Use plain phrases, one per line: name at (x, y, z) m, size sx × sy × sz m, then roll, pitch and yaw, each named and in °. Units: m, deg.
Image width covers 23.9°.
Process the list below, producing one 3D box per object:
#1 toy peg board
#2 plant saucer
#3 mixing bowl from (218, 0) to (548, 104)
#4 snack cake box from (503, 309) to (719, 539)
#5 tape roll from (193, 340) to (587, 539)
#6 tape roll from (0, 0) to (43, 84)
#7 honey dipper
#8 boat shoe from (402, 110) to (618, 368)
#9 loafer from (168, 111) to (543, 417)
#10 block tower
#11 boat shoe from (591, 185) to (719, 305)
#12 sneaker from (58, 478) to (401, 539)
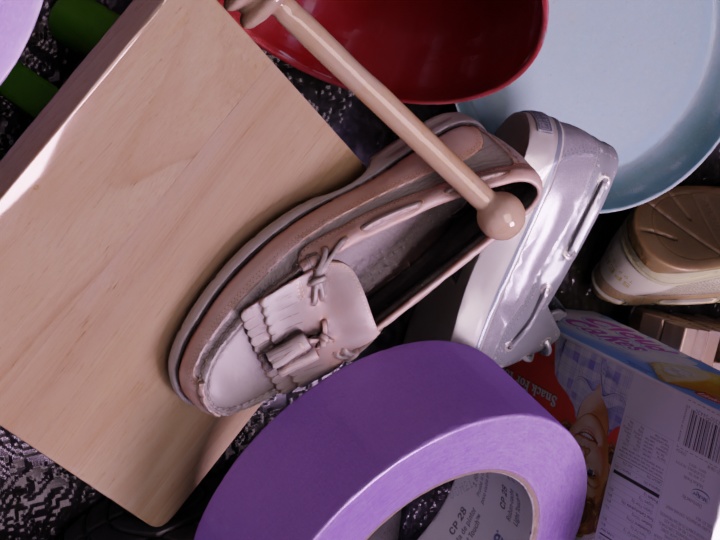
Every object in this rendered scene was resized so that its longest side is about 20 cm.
toy peg board at (-0.113, -0.018, 0.801) m, size 0.200 × 0.098 × 0.199 m, roll -51°, pitch 137°, yaw -6°
plant saucer at (0.128, -0.131, 0.915) m, size 0.199 × 0.027 × 0.201 m, roll -6°, pitch 104°, yaw -24°
mixing bowl at (0.009, -0.180, 0.764) m, size 0.200 × 0.200 × 0.109 m, roll 43°, pitch 60°, yaw -31°
snack cake box at (0.145, 0.101, 0.900) m, size 0.067 × 0.200 × 0.115 m, roll 4°, pitch 103°, yaw -31°
tape roll at (0.016, 0.134, 0.843) m, size 0.200 × 0.066 × 0.201 m, roll -25°, pitch 136°, yaw -26°
tape roll at (-0.232, -0.142, 0.689) m, size 0.199 × 0.085 × 0.201 m, roll -8°, pitch 108°, yaw -26°
honey dipper at (0.000, -0.082, 0.758) m, size 0.200 × 0.038 × 0.038 m, roll 44°, pitch 82°, yaw -15°
boat shoe at (0.077, 0.016, 0.891) m, size 0.071 × 0.070 × 0.201 m, roll 15°, pitch 113°, yaw -17°
loafer at (0.000, 0.000, 0.797) m, size 0.200 × 0.063 × 0.072 m, roll -41°, pitch 136°, yaw -17°
block tower at (0.237, 0.061, 1.014) m, size 0.200 × 0.054 × 0.058 m, roll 9°, pitch 98°, yaw -37°
boat shoe at (0.228, -0.011, 0.998) m, size 0.200 × 0.073 × 0.063 m, roll -7°, pitch 152°, yaw -31°
sneaker at (-0.063, 0.144, 0.876) m, size 0.199 × 0.073 × 0.082 m, roll -16°, pitch 117°, yaw -21°
